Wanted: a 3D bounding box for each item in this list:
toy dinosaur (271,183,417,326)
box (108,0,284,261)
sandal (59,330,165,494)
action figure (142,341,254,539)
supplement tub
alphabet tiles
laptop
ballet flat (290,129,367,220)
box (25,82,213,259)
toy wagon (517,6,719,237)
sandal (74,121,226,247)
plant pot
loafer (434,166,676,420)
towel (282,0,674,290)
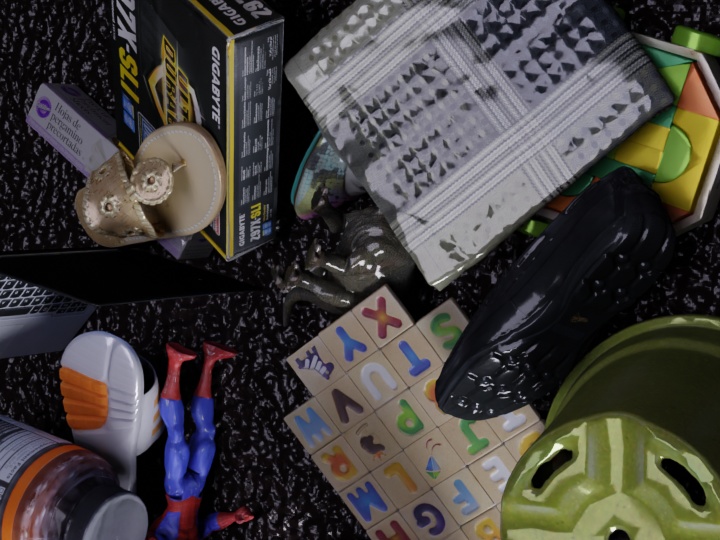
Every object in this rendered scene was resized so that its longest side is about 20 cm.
[{"bbox_3d":[0.000,0.000,0.940,0.077,0.102,0.200,-93,27,-45],"label":"toy dinosaur"},{"bbox_3d":[-0.120,-0.131,0.966,0.160,0.049,0.201,47,147,32],"label":"box"},{"bbox_3d":[-0.193,0.120,1.086,0.079,0.059,0.207,28,132,22],"label":"sandal"},{"bbox_3d":[-0.119,0.164,1.035,0.099,0.065,0.201,20,104,44],"label":"action figure"},{"bbox_3d":[-0.262,0.178,1.061,0.199,0.107,0.108,16,101,32],"label":"supplement tub"},{"bbox_3d":[0.042,0.115,0.934,0.166,0.006,0.200,-37,90,28],"label":"alphabet tiles"},{"bbox_3d":[-0.215,0.043,1.021,0.200,0.187,0.116,-48,68,25],"label":"laptop"},{"bbox_3d":[0.018,-0.112,0.937,0.071,0.069,0.201,32,106,20],"label":"ballet flat"},{"bbox_3d":[-0.189,-0.081,1.084,0.200,0.041,0.039,41,113,25],"label":"box"},{"bbox_3d":[0.141,-0.093,0.871,0.199,0.040,0.156,24,105,29],"label":"toy wagon"},{"bbox_3d":[-0.173,-0.044,0.984,0.211,0.070,0.078,-16,103,55],"label":"sandal"},{"bbox_3d":[0.169,0.132,0.768,0.199,0.184,0.202,2,94,26],"label":"plant pot"},{"bbox_3d":[0.116,0.019,0.846,0.201,0.068,0.071,-49,33,31],"label":"loafer"},{"bbox_3d":[0.069,-0.118,0.863,0.200,0.035,0.193,-38,75,16],"label":"towel"}]
